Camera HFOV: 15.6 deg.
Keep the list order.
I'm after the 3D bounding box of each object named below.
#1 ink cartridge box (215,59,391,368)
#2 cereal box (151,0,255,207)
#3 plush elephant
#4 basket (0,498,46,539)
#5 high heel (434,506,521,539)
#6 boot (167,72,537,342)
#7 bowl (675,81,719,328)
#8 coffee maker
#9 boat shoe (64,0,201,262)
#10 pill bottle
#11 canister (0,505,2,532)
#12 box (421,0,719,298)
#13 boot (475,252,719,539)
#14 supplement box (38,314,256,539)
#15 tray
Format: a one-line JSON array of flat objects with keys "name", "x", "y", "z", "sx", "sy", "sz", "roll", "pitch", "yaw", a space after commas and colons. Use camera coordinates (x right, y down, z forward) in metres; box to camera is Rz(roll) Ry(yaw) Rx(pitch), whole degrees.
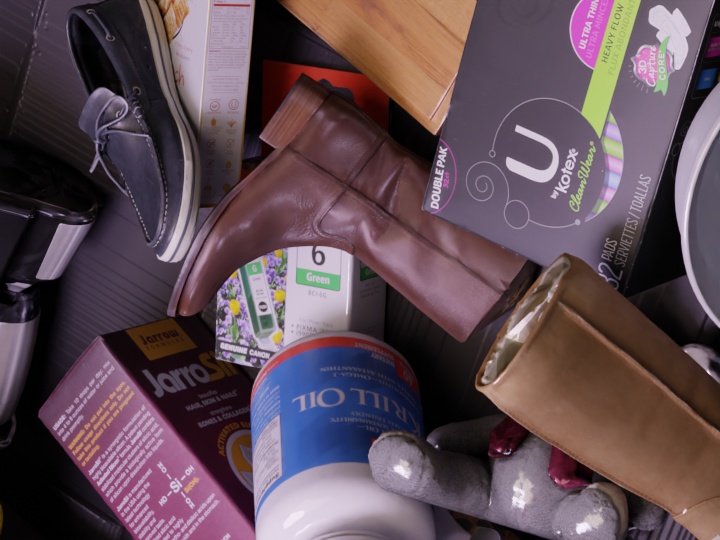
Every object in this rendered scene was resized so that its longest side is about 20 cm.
[{"name": "ink cartridge box", "x": -0.038, "y": -0.032, "z": 1.734, "sx": 0.109, "sy": 0.050, "sz": 0.200, "roll": 11, "pitch": 106, "yaw": 32}, {"name": "cereal box", "x": -0.114, "y": -0.154, "z": 1.731, "sx": 0.144, "sy": 0.039, "sz": 0.200, "roll": -148, "pitch": 60, "yaw": -61}, {"name": "plush elephant", "x": 0.133, "y": 0.087, "z": 1.588, "sx": 0.165, "sy": 0.200, "sz": 0.155, "roll": 13, "pitch": 84, "yaw": 33}, {"name": "basket", "x": -0.241, "y": 0.264, "z": 1.879, "sx": 0.200, "sy": 0.136, "sz": 0.180, "roll": 44, "pitch": 146, "yaw": 25}, {"name": "high heel", "x": 0.080, "y": 0.196, "z": 1.706, "sx": 0.071, "sy": 0.143, "sz": 0.200, "roll": -54, "pitch": 30, "yaw": -8}, {"name": "boot", "x": 0.000, "y": 0.000, "z": 1.663, "sx": 0.200, "sy": 0.064, "sz": 0.186, "roll": 33, "pitch": 105, "yaw": -4}, {"name": "bowl", "x": 0.255, "y": -0.057, "z": 1.479, "sx": 0.090, "sy": 0.201, "sz": 0.201, "roll": -128, "pitch": 49, "yaw": -59}, {"name": "coffee maker", "x": -0.299, "y": 0.010, "z": 1.834, "sx": 0.135, "sy": 0.192, "sz": 0.200, "roll": 41, "pitch": 118, "yaw": 40}, {"name": "boat shoe", "x": -0.148, "y": -0.092, "z": 1.688, "sx": 0.075, "sy": 0.062, "sz": 0.200, "roll": -53, "pitch": 45, "yaw": 51}, {"name": "pill bottle", "x": -0.010, "y": 0.140, "z": 1.633, "sx": 0.112, "sy": 0.112, "sz": 0.200, "roll": -51, "pitch": 27, "yaw": 30}, {"name": "canister", "x": -0.351, "y": 0.185, "z": 1.833, "sx": 0.200, "sy": 0.087, "sz": 0.149, "roll": 23, "pitch": 104, "yaw": 36}, {"name": "box", "x": 0.149, "y": -0.108, "z": 1.551, "sx": 0.148, "sy": 0.124, "sz": 0.200, "roll": 25, "pitch": 113, "yaw": 27}, {"name": "boot", "x": 0.186, "y": 0.056, "z": 1.490, "sx": 0.200, "sy": 0.175, "sz": 0.066, "roll": 38, "pitch": 151, "yaw": -12}, {"name": "supplement box", "x": -0.107, "y": 0.134, "z": 1.777, "sx": 0.200, "sy": 0.110, "sz": 0.086, "roll": 50, "pitch": 121, "yaw": 16}, {"name": "tray", "x": 0.008, "y": -0.187, "z": 1.684, "sx": 0.200, "sy": 0.037, "sz": 0.099, "roll": 42, "pitch": 119, "yaw": 21}]
